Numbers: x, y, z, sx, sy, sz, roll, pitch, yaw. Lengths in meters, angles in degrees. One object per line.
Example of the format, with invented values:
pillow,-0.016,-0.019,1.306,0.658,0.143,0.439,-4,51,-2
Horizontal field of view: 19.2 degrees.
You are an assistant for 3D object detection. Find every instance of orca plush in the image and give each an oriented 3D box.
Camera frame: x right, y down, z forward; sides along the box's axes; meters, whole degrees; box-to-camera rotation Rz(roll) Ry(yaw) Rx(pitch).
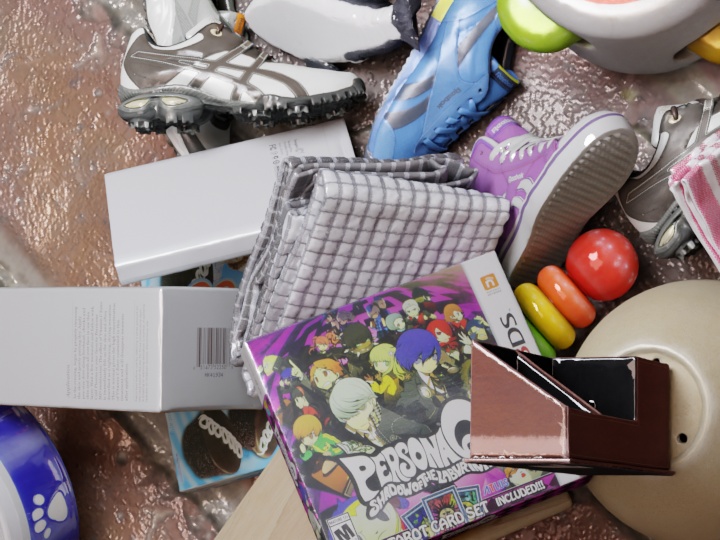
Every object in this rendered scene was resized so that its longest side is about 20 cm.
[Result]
orca plush,-0.007,-0.217,1.704,0.105,0.071,0.200,55,149,-15

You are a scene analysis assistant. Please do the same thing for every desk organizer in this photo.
desk organizer,0.139,0.092,1.388,0.072,0.200,0.077,-2,82,27

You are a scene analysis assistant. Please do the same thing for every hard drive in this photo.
hard drive,-0.099,-0.056,1.681,0.200,0.027,0.132,-13,37,-2

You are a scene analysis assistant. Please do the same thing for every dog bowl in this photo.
dog bowl,-0.330,0.193,1.782,0.200,0.079,0.200,19,120,35

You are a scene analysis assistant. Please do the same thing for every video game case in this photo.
video game case,0.040,0.101,1.509,0.200,0.036,0.182,-19,72,-12

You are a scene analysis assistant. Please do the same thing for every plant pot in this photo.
plant pot,0.227,0.102,1.529,0.200,0.134,0.201,-2,85,26

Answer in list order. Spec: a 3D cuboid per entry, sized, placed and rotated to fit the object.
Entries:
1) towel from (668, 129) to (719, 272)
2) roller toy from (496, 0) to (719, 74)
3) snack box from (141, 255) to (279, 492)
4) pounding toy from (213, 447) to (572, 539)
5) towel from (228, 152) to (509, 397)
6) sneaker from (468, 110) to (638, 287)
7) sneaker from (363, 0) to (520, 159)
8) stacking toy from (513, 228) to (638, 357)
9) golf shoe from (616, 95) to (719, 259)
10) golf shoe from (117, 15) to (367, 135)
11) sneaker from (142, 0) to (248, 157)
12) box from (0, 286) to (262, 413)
towel,0.327,-0.063,1.484,0.200,0.030,0.146,-36,104,-4
roller toy,0.207,-0.243,1.569,0.200,0.140,0.183,0,80,17
snack box,-0.112,0.072,1.753,0.116,0.037,0.200,-18,77,26
pounding toy,0.018,0.201,1.612,0.142,0.200,0.184,48,120,22
towel,0.000,0.000,1.605,0.086,0.165,0.200,-118,39,-48
sneaker,0.130,-0.083,1.586,0.114,0.073,0.201,67,150,23
sneaker,0.071,-0.135,1.668,0.078,0.066,0.200,31,99,22
stacking toy,0.127,0.047,1.589,0.200,0.085,0.085,-40,69,4
golf shoe,0.264,-0.104,1.551,0.094,0.078,0.200,46,104,16
golf shoe,-0.095,-0.161,1.699,0.200,0.078,0.095,-2,82,-1
sneaker,-0.128,-0.169,1.767,0.079,0.074,0.201,-12,80,21
box,-0.190,0.062,1.702,0.200,0.124,0.098,0,89,39
